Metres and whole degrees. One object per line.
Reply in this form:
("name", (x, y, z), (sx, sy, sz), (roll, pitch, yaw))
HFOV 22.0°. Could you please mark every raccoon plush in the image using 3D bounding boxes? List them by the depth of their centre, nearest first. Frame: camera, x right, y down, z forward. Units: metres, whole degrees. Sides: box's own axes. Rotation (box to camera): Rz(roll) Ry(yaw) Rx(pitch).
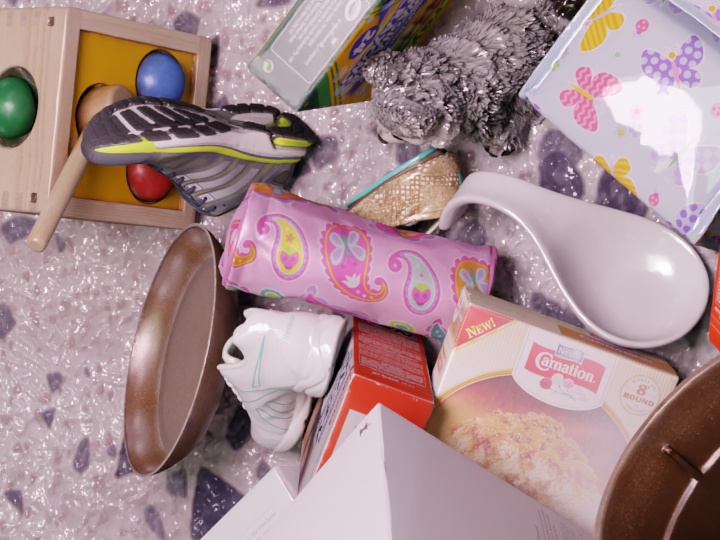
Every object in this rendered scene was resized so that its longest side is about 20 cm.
("raccoon plush", (0.083, -0.166, 1.314), (0.097, 0.134, 0.201), (37, 106, 27))

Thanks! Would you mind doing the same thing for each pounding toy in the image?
("pounding toy", (-0.213, -0.104, 1.442), (0.142, 0.199, 0.185), (5, 90, 40))

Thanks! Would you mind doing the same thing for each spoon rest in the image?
("spoon rest", (0.147, -0.014, 1.287), (0.199, 0.061, 0.100), (27, 64, 18))

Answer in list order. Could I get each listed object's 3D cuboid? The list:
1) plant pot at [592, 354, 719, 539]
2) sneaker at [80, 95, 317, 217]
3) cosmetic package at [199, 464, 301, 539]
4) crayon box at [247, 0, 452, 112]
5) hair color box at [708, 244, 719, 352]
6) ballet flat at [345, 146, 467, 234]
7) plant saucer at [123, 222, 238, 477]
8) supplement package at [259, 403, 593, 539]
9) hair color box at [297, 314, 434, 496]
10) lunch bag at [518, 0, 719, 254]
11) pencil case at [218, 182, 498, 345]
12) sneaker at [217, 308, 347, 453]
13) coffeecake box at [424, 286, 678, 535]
("plant pot", (0.277, 0.174, 1.116), (0.200, 0.201, 0.198), (-41, 113, 21))
("sneaker", (-0.124, -0.080, 1.407), (0.074, 0.199, 0.081), (41, 120, 44))
("cosmetic package", (-0.043, 0.281, 1.371), (0.199, 0.123, 0.200), (-45, 67, 21))
("crayon box", (0.008, -0.182, 1.335), (0.052, 0.200, 0.126), (42, 109, 9))
("hair color box", (0.284, -0.034, 1.156), (0.061, 0.101, 0.201), (-121, 29, -57))
("ballet flat", (-0.002, -0.023, 1.401), (0.199, 0.070, 0.066), (-29, 90, 31))
("plant saucer", (-0.138, 0.064, 1.444), (0.200, 0.032, 0.201), (-166, 90, -69))
("supplement package", (0.049, 0.221, 1.160), (0.199, 0.152, 0.151), (33, 112, -18))
("hair color box", (0.002, 0.107, 1.312), (0.064, 0.200, 0.111), (20, 99, -3))
("lunch bag", (0.233, -0.140, 1.230), (0.170, 0.127, 0.200), (44, 101, 22))
("pencil case", (0.000, 0.000, 1.335), (0.199, 0.087, 0.088), (16, 97, -7))
("sneaker", (-0.065, 0.074, 1.372), (0.080, 0.200, 0.071), (17, 62, -3))
("coffeecake box", (0.110, 0.133, 1.278), (0.153, 0.073, 0.201), (19, 98, -3))
